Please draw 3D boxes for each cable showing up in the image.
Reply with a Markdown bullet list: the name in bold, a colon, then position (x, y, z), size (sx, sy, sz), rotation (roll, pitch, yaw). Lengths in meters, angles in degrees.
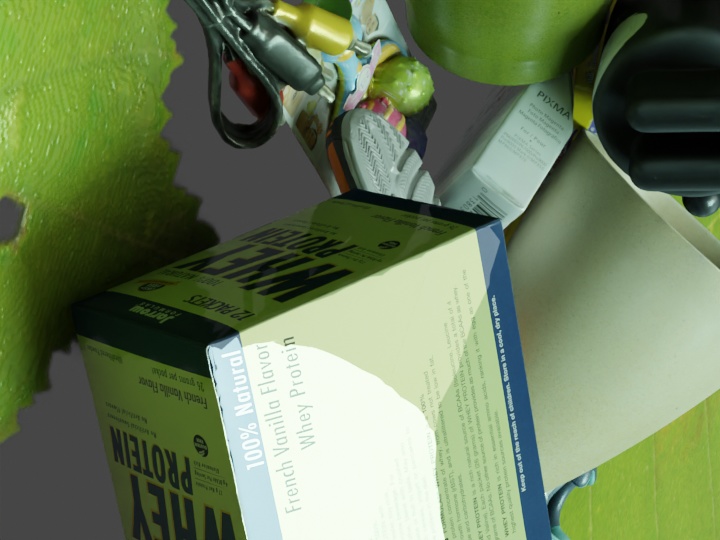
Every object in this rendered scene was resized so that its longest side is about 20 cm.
- **cable**: position (-0.076, -0.140, 1.241), size (0.097, 0.050, 0.200), rotation (-41, 135, 7)

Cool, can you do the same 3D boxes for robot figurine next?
- **robot figurine**: position (0.213, -0.126, 1.406), size (0.150, 0.124, 0.200), rotation (-52, -170, 34)

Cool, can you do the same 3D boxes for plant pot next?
- **plant pot**: position (0.147, 0.044, 1.462), size (0.200, 0.187, 0.187), rotation (-48, 155, 12)
- **plant pot**: position (0.093, -0.225, 1.370), size (0.201, 0.199, 0.194), rotation (-55, 158, -35)

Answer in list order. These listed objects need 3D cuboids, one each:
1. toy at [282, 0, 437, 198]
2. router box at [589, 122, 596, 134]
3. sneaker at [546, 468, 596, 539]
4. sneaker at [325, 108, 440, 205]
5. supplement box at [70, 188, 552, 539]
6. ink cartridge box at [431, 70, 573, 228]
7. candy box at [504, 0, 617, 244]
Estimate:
- **toy**: position (0.012, -0.103, 1.402), size (0.116, 0.047, 0.200), rotation (-62, 149, -18)
- **router box**: position (0.186, -0.031, 1.682), size (0.179, 0.048, 0.202), rotation (24, 68, -77)
- **sneaker**: position (0.149, 0.129, 1.738), size (0.077, 0.086, 0.202), rotation (3, 100, -62)
- **sneaker**: position (0.000, 0.000, 1.383), size (0.201, 0.111, 0.078), rotation (65, 32, -21)
- **supplement box**: position (-0.023, 0.085, 1.229), size (0.199, 0.134, 0.202), rotation (-23, 112, -33)
- **ink cartridge box**: position (0.095, -0.082, 1.479), size (0.200, 0.057, 0.163), rotation (-50, -177, -36)
- **candy box**: position (0.135, -0.101, 1.551), size (0.200, 0.026, 0.103), rotation (111, -4, -53)
